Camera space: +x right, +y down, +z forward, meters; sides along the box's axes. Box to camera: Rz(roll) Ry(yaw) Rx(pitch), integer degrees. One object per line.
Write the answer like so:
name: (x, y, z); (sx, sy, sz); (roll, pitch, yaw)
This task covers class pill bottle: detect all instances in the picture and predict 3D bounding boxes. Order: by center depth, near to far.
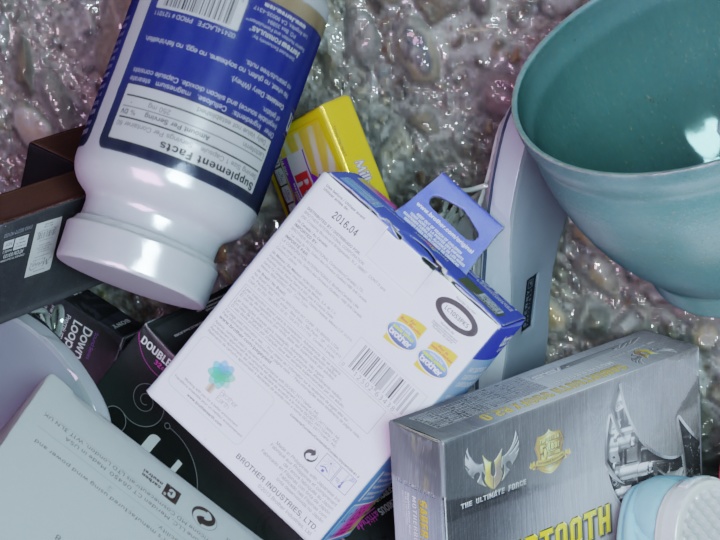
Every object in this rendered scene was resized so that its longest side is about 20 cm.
pill bottle: (-0.102, -0.085, 1.376); (0.115, 0.116, 0.201); (17, 81, 23)

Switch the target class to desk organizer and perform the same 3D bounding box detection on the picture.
desk organizer: (-0.199, -0.031, 1.436); (0.077, 0.200, 0.072); (25, 114, 22)

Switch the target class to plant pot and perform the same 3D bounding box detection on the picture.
plant pot: (0.194, -0.061, 1.243); (0.199, 0.201, 0.135); (-3, 129, 28)

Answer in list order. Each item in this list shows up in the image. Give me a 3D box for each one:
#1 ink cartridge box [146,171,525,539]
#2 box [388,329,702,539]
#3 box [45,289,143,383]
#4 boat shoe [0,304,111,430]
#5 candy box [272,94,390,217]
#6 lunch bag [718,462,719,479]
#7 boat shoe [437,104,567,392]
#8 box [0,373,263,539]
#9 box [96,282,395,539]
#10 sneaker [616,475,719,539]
ink cartridge box: (-0.003, 0.037, 1.319); (0.136, 0.076, 0.200); (41, 102, 10)
box: (0.110, 0.136, 1.314); (0.048, 0.199, 0.159); (19, 118, 49)
box: (-0.251, 0.051, 1.579); (0.199, 0.036, 0.144); (33, 117, 18)
boat shoe: (-0.215, 0.050, 1.436); (0.199, 0.068, 0.074); (32, 108, 28)
candy box: (0.000, 0.000, 1.408); (0.102, 0.026, 0.201); (-21, 91, 61)
lunch bag: (0.286, 0.165, 1.300); (0.175, 0.082, 0.201); (14, 109, 24)
boat shoe: (0.071, -0.015, 1.379); (0.086, 0.074, 0.203); (20, 120, 30)
box: (-0.163, 0.203, 1.309); (0.199, 0.200, 0.131); (39, 121, -8)
box: (-0.076, 0.136, 1.459); (0.200, 0.124, 0.149); (46, 119, 11)
sneaker: (0.170, 0.212, 1.292); (0.082, 0.074, 0.201); (2, 83, 61)
